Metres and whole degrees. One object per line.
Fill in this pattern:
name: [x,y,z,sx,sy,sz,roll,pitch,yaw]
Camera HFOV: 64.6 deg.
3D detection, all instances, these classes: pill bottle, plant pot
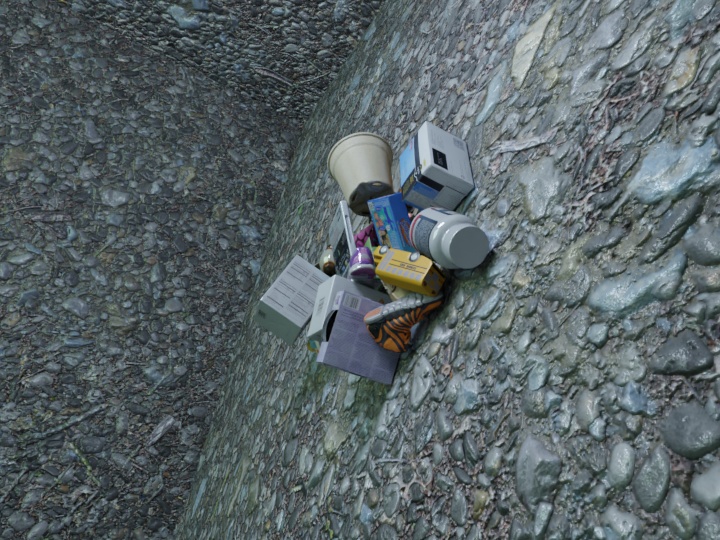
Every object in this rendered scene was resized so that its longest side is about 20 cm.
pill bottle: [0.194,-0.068,1.246,0.120,0.119,0.200,-65,19,6]
plant pot: [0.016,-0.261,1.643,0.200,0.200,0.184,-53,36,36]

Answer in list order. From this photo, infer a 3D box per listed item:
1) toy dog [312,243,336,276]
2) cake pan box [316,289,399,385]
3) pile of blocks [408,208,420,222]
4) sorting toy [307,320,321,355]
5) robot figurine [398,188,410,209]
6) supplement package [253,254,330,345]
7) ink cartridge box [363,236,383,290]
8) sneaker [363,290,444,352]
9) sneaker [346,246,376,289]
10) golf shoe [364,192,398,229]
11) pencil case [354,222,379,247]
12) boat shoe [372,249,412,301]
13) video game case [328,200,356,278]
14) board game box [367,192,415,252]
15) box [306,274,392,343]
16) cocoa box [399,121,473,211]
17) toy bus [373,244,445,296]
toy dog: [-0.095,-0.004,1.850,0.200,0.194,0.140,125,168,-56]
cake pan box: [0.006,0.162,1.373,0.052,0.200,0.184,-18,54,66]
pile of blocks: [0.128,-0.129,1.577,0.200,0.062,0.082,-51,25,39]
sorting toy: [-0.108,0.163,1.721,0.180,0.107,0.200,83,-160,-67]
robot figurine: [0.131,-0.207,1.631,0.200,0.058,0.145,-58,4,25]
supplement package: [-0.205,0.093,1.764,0.200,0.151,0.152,-55,-2,-34]
ink cartridge box: [0.030,0.000,1.609,0.200,0.059,0.104,120,146,-57]
sneaker: [0.116,0.120,1.326,0.200,0.112,0.078,-22,13,21]
sneaker: [0.000,0.000,1.494,0.200,0.080,0.089,107,161,-65]
golf shoe: [0.049,-0.181,1.807,0.200,0.088,0.077,-54,25,36]
pencil case: [0.031,-0.086,1.764,0.091,0.094,0.200,-32,1,-28]
boat shoe: [0.084,0.025,1.430,0.071,0.065,0.200,-39,48,4]
video game case: [-0.051,-0.074,1.641,0.200,0.023,0.182,119,142,-63]
board game box: [0.089,-0.098,1.501,0.152,0.045,0.200,7,114,69]
box: [-0.015,0.124,1.469,0.106,0.200,0.152,-33,39,58]
cocoa box: [0.187,-0.251,1.441,0.131,0.133,0.200,-52,25,39]
toy bus: [0.104,-0.002,1.327,0.200,0.065,0.078,16,70,50]
